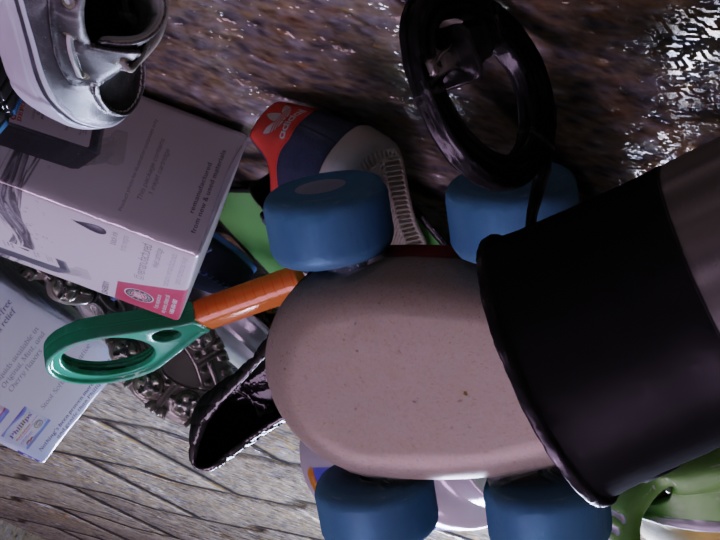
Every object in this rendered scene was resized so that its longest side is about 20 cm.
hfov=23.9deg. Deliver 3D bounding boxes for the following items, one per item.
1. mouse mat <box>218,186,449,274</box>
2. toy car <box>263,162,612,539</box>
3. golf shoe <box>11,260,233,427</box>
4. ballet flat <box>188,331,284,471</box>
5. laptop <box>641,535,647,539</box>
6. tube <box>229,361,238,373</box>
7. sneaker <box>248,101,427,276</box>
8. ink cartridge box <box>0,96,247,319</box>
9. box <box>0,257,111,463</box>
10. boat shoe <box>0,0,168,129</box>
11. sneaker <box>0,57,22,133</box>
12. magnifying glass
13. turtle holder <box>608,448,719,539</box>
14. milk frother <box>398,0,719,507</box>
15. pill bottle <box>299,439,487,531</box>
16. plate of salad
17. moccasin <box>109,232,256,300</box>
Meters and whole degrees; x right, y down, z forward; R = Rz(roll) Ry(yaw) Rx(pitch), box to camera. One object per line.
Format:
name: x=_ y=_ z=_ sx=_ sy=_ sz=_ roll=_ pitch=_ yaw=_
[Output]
mouse mat: x=0.000 y=0.000 z=1.057 sx=0.200 sy=0.008 sz=0.161 roll=4 pitch=143 yaw=49
toy car: x=0.062 y=0.021 z=0.872 sx=0.176 sy=0.185 sz=0.200 roll=-2 pitch=-161 yaw=22
golf shoe: x=-0.164 y=0.025 z=1.223 sx=0.200 sy=0.078 sz=0.097 roll=49 pitch=180 yaw=-11
ballet flat: x=-0.050 y=0.077 z=1.132 sx=0.066 sy=0.057 sz=0.200 roll=31 pitch=134 yaw=-17
laptop: x=0.283 y=0.138 z=1.087 sx=0.187 sy=0.116 sz=0.200 roll=3 pitch=156 yaw=40
tube: x=-0.158 y=0.051 z=1.287 sx=0.200 sy=0.052 sz=0.058 roll=40 pitch=127 yaw=20
sneaker: x=-0.017 y=-0.022 z=0.951 sx=0.084 sy=0.075 sz=0.200 roll=29 pitch=150 yaw=25
ink cartridge box: x=-0.181 y=-0.057 z=1.001 sx=0.199 sy=0.085 sz=0.146 roll=22 pitch=160 yaw=-4
box: x=-0.304 y=0.023 z=1.234 sx=0.184 sy=0.105 sz=0.200 roll=38 pitch=178 yaw=40
boat shoe: x=-0.124 y=-0.117 z=0.777 sx=0.071 sy=0.072 sz=0.200 roll=18 pitch=162 yaw=14
sneaker: x=-0.225 y=-0.141 z=0.831 sx=0.082 sy=0.073 sz=0.200 roll=14 pitch=153 yaw=25
magnifying glass: x=-0.121 y=0.037 z=1.119 sx=0.199 sy=0.022 sz=0.080 roll=-21 pitch=152 yaw=22
turtle holder: x=0.198 y=0.107 z=0.930 sx=0.140 sy=0.186 sz=0.132 roll=-9 pitch=123 yaw=23
milk frother: x=0.132 y=-0.045 z=0.660 sx=0.188 sy=0.181 sz=0.200 roll=-26 pitch=112 yaw=17
pill bottle: x=0.049 y=0.113 z=1.105 sx=0.112 sy=0.113 sz=0.200 roll=25 pitch=163 yaw=-23
plate of salad: x=-0.088 y=0.043 z=1.271 sx=0.200 sy=0.048 sz=0.200 roll=37 pitch=164 yaw=13
moccasin: x=-0.170 y=-0.018 z=1.128 sx=0.199 sy=0.068 sz=0.080 roll=23 pitch=162 yaw=-3
